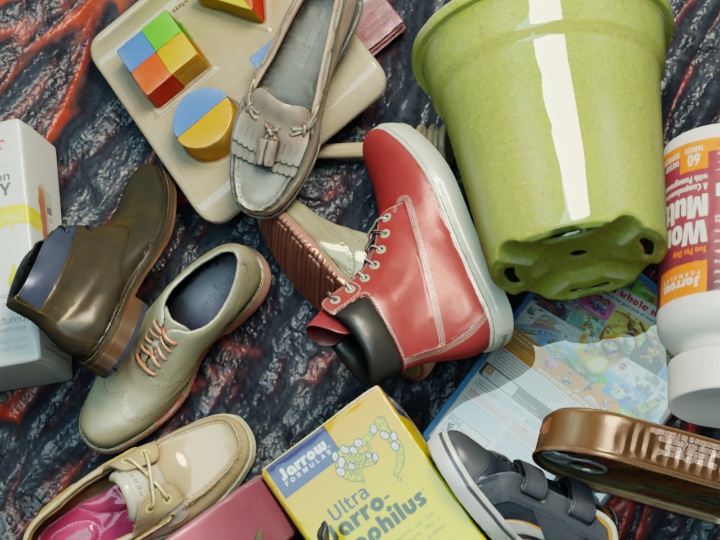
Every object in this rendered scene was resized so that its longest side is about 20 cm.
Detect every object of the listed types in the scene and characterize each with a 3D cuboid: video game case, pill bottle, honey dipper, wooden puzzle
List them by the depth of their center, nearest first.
[{"bbox_3d":[0.269,0.005,1.479,0.108,0.110,0.202,0,67,12],"label":"pill bottle"},{"bbox_3d":[0.162,0.089,1.543,0.143,0.018,0.201,37,86,19],"label":"video game case"},{"bbox_3d":[-0.025,-0.095,1.624,0.198,0.038,0.038,-1,76,16],"label":"honey dipper"},{"bbox_3d":[-0.104,-0.167,1.626,0.185,0.046,0.201,-38,67,3],"label":"wooden puzzle"}]

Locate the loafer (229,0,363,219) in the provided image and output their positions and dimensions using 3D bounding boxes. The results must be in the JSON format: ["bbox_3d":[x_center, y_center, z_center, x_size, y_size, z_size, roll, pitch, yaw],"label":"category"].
[{"bbox_3d":[-0.055,-0.139,1.549,0.071,0.063,0.202,20,88,8],"label":"loafer"}]

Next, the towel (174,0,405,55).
[{"bbox_3d":[-0.072,-0.227,1.672,0.144,0.023,0.201,-37,70,3],"label":"towel"}]

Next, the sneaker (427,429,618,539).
[{"bbox_3d":[0.132,0.175,1.465,0.079,0.079,0.200,-39,108,8],"label":"sneaker"}]

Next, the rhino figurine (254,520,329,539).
[{"bbox_3d":[0.005,0.241,1.392,0.199,0.060,0.087,37,48,14],"label":"rhino figurine"}]

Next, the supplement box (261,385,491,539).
[{"bbox_3d":[0.034,0.200,1.487,0.109,0.109,0.201,-36,77,1],"label":"supplement box"}]

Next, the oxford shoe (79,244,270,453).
[{"bbox_3d":[-0.154,0.055,1.581,0.071,0.074,0.201,38,89,14],"label":"oxford shoe"}]

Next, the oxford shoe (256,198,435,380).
[{"bbox_3d":[0.000,0.000,1.585,0.200,0.071,0.074,43,64,17],"label":"oxford shoe"}]

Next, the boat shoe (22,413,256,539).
[{"bbox_3d":[-0.171,0.175,1.566,0.199,0.069,0.074,-34,72,2],"label":"boat shoe"}]

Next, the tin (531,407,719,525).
[{"bbox_3d":[0.222,0.143,1.457,0.198,0.112,0.042,16,69,1],"label":"tin"}]

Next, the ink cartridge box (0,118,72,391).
[{"bbox_3d":[-0.317,-0.006,1.635,0.144,0.083,0.202,-10,74,10],"label":"ink cartridge box"}]

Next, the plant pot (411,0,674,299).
[{"bbox_3d":[0.144,-0.087,1.481,0.198,0.201,0.186,-11,66,9],"label":"plant pot"}]

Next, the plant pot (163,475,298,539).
[{"bbox_3d":[-0.103,0.276,1.474,0.199,0.200,0.180,-35,87,2],"label":"plant pot"}]

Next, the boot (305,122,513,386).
[{"bbox_3d":[0.010,-0.014,1.513,0.143,0.073,0.201,-16,64,-20],"label":"boot"}]

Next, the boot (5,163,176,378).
[{"bbox_3d":[-0.206,-0.023,1.578,0.075,0.097,0.201,-36,32,42],"label":"boot"}]
